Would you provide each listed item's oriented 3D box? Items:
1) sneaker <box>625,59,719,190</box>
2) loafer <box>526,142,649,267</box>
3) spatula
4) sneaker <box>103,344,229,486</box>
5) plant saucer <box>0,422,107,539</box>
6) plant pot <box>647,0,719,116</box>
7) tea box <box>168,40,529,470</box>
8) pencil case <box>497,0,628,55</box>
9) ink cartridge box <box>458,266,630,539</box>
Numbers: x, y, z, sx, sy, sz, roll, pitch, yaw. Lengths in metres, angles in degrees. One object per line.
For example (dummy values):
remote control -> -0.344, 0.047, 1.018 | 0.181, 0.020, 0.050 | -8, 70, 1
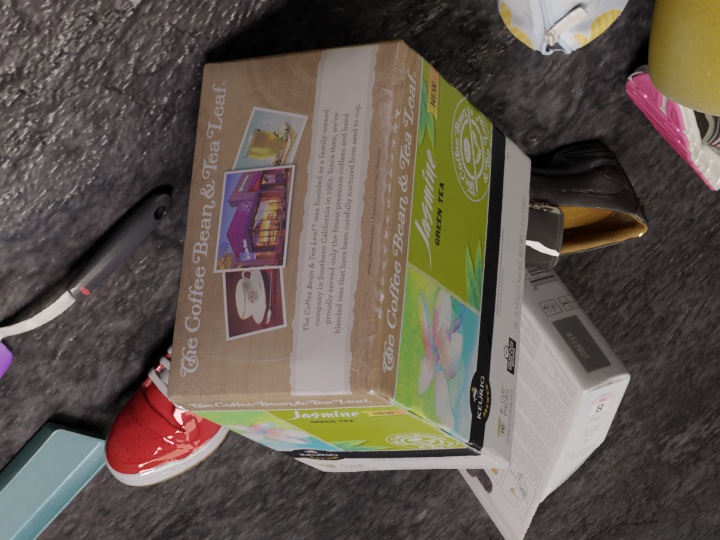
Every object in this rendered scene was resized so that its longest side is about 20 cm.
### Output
sneaker -> 0.257, -0.125, 1.373 | 0.087, 0.074, 0.200 | -43, 154, 7
loafer -> 0.121, -0.034, 1.345 | 0.200, 0.072, 0.073 | -20, 146, -27
spatula -> -0.189, 0.022, 1.141 | 0.200, 0.021, 0.057 | -40, 148, 1
sneaker -> -0.098, 0.051, 1.226 | 0.200, 0.071, 0.113 | -42, 154, -10
plant saucer -> -0.250, 0.177, 1.283 | 0.200, 0.019, 0.070 | -46, 149, 13
plant pot -> 0.279, -0.202, 1.211 | 0.200, 0.200, 0.142 | -24, 120, -23
tea box -> 0.000, 0.000, 1.096 | 0.133, 0.201, 0.197 | -4, 162, 27
pencil case -> 0.102, -0.210, 1.083 | 0.091, 0.083, 0.200 | -65, 155, -21
ink cartridge box -> 0.118, 0.089, 1.418 | 0.057, 0.163, 0.200 | -17, 143, -23
